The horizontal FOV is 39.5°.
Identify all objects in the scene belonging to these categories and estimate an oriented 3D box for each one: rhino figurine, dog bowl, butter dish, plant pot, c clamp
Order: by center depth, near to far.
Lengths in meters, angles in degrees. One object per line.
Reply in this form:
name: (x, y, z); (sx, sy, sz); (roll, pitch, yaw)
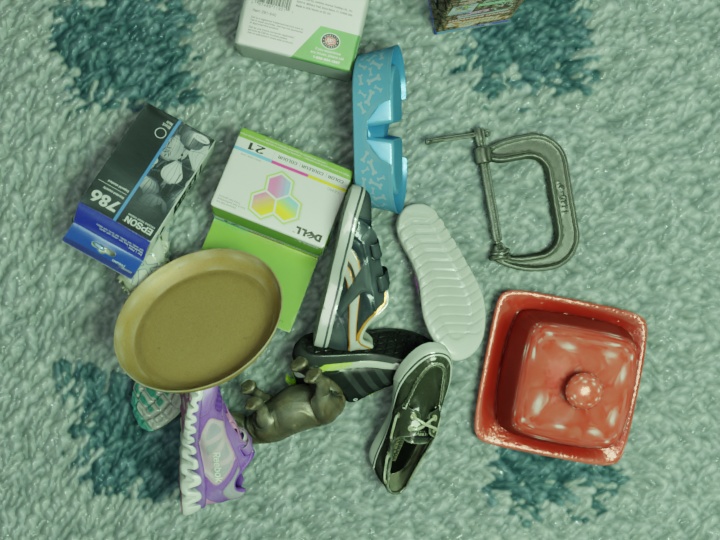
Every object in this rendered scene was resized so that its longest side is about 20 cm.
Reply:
plant pot: (-0.180, 0.059, 1.135); (0.199, 0.028, 0.200); (-9, 48, 10)
dog bowl: (0.023, -0.168, 1.208); (0.049, 0.111, 0.201); (0, 100, 12)
butter dish: (0.254, 0.137, 1.208); (0.199, 0.148, 0.201); (11, 91, -3)
rhino figurine: (-0.108, 0.174, 1.215); (0.200, 0.060, 0.087); (-25, 125, 21)
c clamp: (0.186, -0.090, 1.263); (0.170, 0.027, 0.201); (-16, 91, -6)

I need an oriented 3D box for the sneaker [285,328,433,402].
sneaker: (0.007, 0.123, 1.253); (0.199, 0.072, 0.083); (4, 121, -3)

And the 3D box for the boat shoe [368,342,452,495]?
boat shoe: (0.069, 0.181, 1.210); (0.071, 0.064, 0.200); (6, 118, -22)

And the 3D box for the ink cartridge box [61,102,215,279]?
ink cartridge box: (-0.264, -0.097, 1.203); (0.099, 0.039, 0.200); (28, 68, -3)

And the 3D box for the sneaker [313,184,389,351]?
sneaker: (0.000, 0.000, 1.191); (0.079, 0.078, 0.201); (11, 106, -4)

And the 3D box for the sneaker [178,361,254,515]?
sneaker: (-0.166, 0.193, 1.167); (0.088, 0.081, 0.201); (0, 117, -11)

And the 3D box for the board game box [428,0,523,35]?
board game box: (0.127, -0.378, 1.161); (0.097, 0.200, 0.160); (-11, 92, 0)

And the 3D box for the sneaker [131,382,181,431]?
sneaker: (-0.200, 0.127, 1.232); (0.200, 0.091, 0.078); (-45, 62, 22)

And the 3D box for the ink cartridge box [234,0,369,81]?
ink cartridge box: (-0.058, -0.347, 1.214); (0.144, 0.084, 0.201); (13, 92, -2)

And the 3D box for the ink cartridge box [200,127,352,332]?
ink cartridge box: (-0.112, -0.046, 1.208); (0.147, 0.076, 0.200); (21, 78, -2)

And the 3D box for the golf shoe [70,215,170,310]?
golf shoe: (-0.258, -0.013, 1.227); (0.097, 0.078, 0.200); (-43, 94, -6)

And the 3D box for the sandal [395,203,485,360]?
sandal: (0.100, 0.014, 1.252); (0.082, 0.050, 0.203); (-14, 79, -16)
